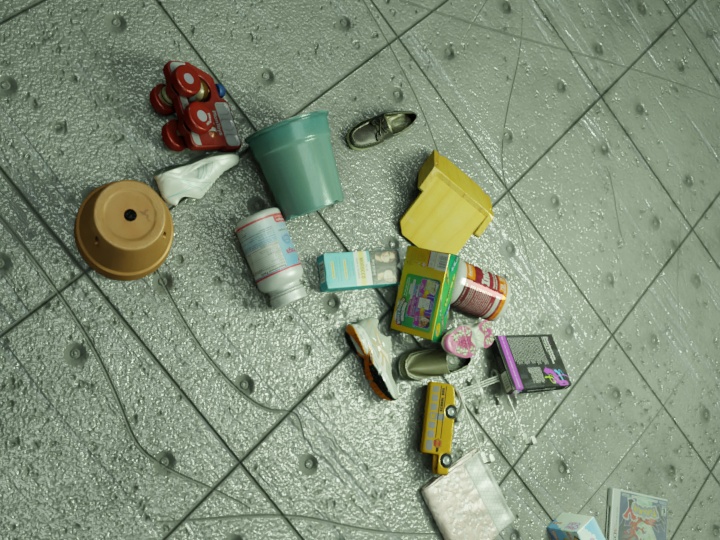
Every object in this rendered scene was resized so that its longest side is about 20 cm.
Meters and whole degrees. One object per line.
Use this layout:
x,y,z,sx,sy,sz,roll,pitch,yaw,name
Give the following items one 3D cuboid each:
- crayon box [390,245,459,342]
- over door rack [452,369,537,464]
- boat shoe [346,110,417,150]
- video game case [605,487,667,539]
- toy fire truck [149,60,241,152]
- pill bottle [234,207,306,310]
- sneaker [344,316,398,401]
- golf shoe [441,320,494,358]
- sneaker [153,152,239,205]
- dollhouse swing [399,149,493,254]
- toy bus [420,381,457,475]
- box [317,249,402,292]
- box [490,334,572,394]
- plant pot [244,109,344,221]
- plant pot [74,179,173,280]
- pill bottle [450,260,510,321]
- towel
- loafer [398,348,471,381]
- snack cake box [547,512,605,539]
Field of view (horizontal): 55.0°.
0.150,0.053,1.608,0.058,0.117,0.205,12,91,-55,crayon box
0.311,0.355,1.669,0.145,0.067,0.203,-14,65,-26,over door rack
0.055,-0.357,1.711,0.197,0.065,0.074,-29,93,-26,boat shoe
0.729,0.684,1.824,0.196,0.023,0.187,17,73,-21,video game case
-0.353,-0.355,1.515,0.166,0.111,0.205,-14,83,-52,toy fire truck
-0.190,-0.024,1.506,0.107,0.108,0.204,-22,89,-26,pill bottle
0.049,0.199,1.590,0.091,0.075,0.203,-28,92,-31,sneaker
0.239,0.167,1.644,0.198,0.090,0.077,-4,85,-51,golf shoe
-0.350,-0.204,1.502,0.198,0.070,0.082,-26,113,-30,sneaker
0.207,-0.154,1.756,0.198,0.176,0.183,36,26,-13,dollhouse swing
0.183,0.367,1.607,0.076,0.065,0.205,6,75,7,toy bus
0.000,0.000,1.620,0.195,0.049,0.085,-4,81,-25,box
0.429,0.234,1.743,0.195,0.036,0.146,1,58,-27,box
-0.132,-0.227,1.538,0.197,0.199,0.201,-22,96,-26,plant pot
-0.465,-0.093,1.378,0.195,0.140,0.206,5,76,-22,plant pot
0.260,0.042,1.695,0.196,0.113,0.116,21,71,-19,pill bottle
0.256,0.556,1.631,0.189,0.032,0.203,-28,90,-26,towel
0.181,0.216,1.646,0.196,0.069,0.077,-8,82,-26,loafer
0.557,0.702,1.690,0.066,0.115,0.203,-28,91,-26,snack cake box
